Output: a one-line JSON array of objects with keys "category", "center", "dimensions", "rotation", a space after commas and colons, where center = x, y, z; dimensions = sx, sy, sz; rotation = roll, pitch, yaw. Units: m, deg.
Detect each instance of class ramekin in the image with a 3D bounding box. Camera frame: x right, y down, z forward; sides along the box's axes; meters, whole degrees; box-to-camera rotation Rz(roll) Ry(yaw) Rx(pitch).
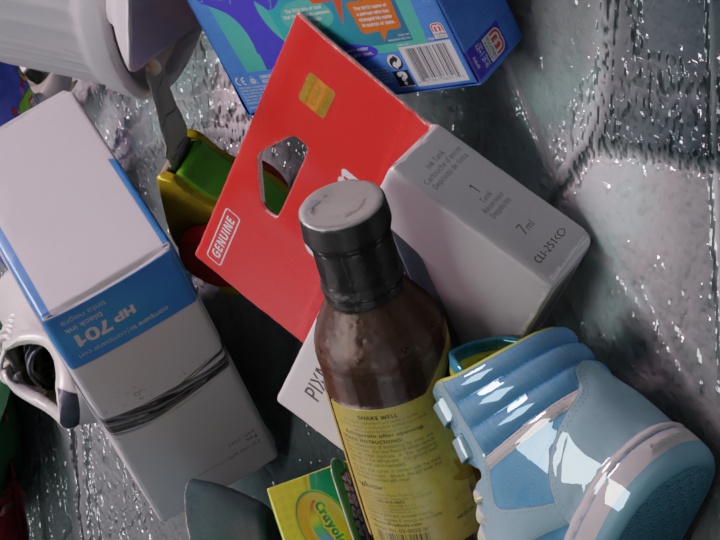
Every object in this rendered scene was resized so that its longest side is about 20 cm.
[{"category": "ramekin", "center": [-0.144, -0.194, 1.466], "dimensions": [0.200, 0.097, 0.201], "rotation": [7, -90, -76]}]

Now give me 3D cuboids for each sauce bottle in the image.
[{"category": "sauce bottle", "center": [0.015, 0.051, 1.293], "dimensions": [0.065, 0.065, 0.201], "rotation": [42, 154, 51]}]

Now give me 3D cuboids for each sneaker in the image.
[{"category": "sneaker", "center": [0.073, 0.106, 1.273], "dimensions": [0.131, 0.079, 0.200], "rotation": [49, 133, 24]}, {"category": "sneaker", "center": [-0.206, 0.045, 1.826], "dimensions": [0.200, 0.071, 0.073], "rotation": [31, 126, 56]}]

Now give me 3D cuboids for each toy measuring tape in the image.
[{"category": "toy measuring tape", "center": [-0.071, -0.050, 1.500], "dimensions": [0.074, 0.073, 0.200], "rotation": [58, 166, 36]}]

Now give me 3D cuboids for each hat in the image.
[{"category": "hat", "center": [-0.251, 0.151, 2.017], "dimensions": [0.200, 0.176, 0.166], "rotation": [-56, 35, 3]}]

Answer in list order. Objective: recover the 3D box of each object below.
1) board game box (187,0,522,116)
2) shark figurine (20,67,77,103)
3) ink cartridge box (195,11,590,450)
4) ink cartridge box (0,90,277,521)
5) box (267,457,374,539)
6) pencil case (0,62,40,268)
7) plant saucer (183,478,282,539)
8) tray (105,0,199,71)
[{"category": "board game box", "center": [-0.032, -0.171, 1.293], "dimensions": [0.152, 0.045, 0.200], "rotation": [-4, 124, 42]}, {"category": "shark figurine", "center": [-0.234, -0.115, 1.810], "dimensions": [0.214, 0.089, 0.129], "rotation": [2, 103, 65]}, {"category": "ink cartridge box", "center": [0.000, 0.000, 1.348], "dimensions": [0.176, 0.045, 0.200], "rotation": [37, 141, 9]}, {"category": "ink cartridge box", "center": [-0.135, 0.022, 1.573], "dimensions": [0.147, 0.086, 0.200], "rotation": [54, 171, 41]}, {"category": "box", "center": [-0.004, 0.172, 1.423], "dimensions": [0.200, 0.048, 0.118], "rotation": [87, 164, -71]}, {"category": "pencil case", "center": [-0.215, -0.067, 1.723], "dimensions": [0.078, 0.087, 0.200], "rotation": [-18, 120, 27]}, {"category": "plant saucer", "center": [-0.042, 0.201, 1.522], "dimensions": [0.200, 0.036, 0.201], "rotation": [-22, -90, -86]}, {"category": "tray", "center": [-0.092, -0.177, 1.429], "dimensions": [0.200, 0.022, 0.108], "rotation": [-49, -40, -65]}]
